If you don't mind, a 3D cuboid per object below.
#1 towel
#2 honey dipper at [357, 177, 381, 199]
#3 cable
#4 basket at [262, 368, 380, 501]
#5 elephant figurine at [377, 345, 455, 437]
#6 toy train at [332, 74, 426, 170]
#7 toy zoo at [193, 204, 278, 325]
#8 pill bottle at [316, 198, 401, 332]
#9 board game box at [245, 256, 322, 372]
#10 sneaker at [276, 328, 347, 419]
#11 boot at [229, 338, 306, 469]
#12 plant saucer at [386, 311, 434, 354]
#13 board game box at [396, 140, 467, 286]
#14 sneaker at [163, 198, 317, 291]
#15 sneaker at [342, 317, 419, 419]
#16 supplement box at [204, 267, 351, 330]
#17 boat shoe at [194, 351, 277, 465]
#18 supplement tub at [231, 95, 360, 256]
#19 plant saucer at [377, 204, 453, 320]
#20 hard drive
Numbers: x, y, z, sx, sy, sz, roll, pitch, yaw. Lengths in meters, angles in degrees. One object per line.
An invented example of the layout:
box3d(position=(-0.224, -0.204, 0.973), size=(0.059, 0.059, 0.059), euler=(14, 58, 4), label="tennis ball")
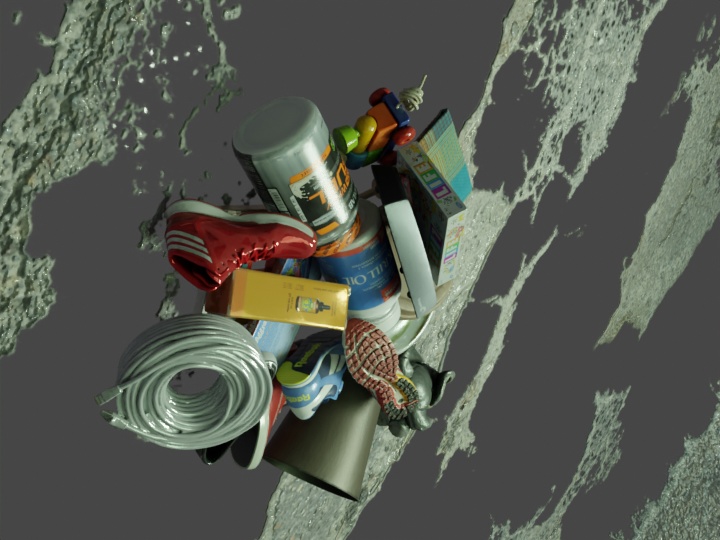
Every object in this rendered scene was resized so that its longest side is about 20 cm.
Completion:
box3d(position=(0.128, -0.160, 1.533), size=(0.147, 0.022, 0.200), euler=(-50, 141, -20), label="towel")
box3d(position=(-0.008, -0.106, 1.378), size=(0.200, 0.038, 0.038), euler=(-30, 134, -36), label="honey dipper")
box3d(position=(-0.218, 0.149, 1.169), size=(0.200, 0.069, 0.200), euler=(-39, 126, 10), label="cable")
box3d(position=(-0.045, 0.246, 1.458), size=(0.180, 0.136, 0.201), euler=(29, 71, -18), label="basket")
box3d(position=(0.107, 0.212, 1.678), size=(0.200, 0.155, 0.142), euler=(-30, 91, -52), label="elephant figurine")
box3d(position=(0.012, -0.202, 1.244), size=(0.115, 0.085, 0.200), euler=(-27, 168, -24), label="toy train")
box3d(position=(-0.169, 0.005, 1.255), size=(0.131, 0.020, 0.201), euler=(-7, 117, -50), label="toy zoo")
box3d(position=(0.000, 0.000, 1.338), size=(0.112, 0.112, 0.200), euler=(-44, 136, -25), label="pill bottle")
box3d(position=(-0.107, 0.039, 1.305), size=(0.201, 0.019, 0.103), euler=(-67, 150, -17), label="board game box")
box3d(position=(-0.059, 0.150, 1.357), size=(0.200, 0.074, 0.083), euler=(-40, 122, -53), label="sneaker")
box3d(position=(-0.130, 0.208, 1.399), size=(0.144, 0.072, 0.201), euler=(-7, 114, -52), label="boot")
box3d(position=(0.059, 0.052, 1.552), size=(0.200, 0.050, 0.201), euler=(-27, 129, -39), label="plant saucer")
box3d(position=(0.099, -0.080, 1.329), size=(0.034, 0.135, 0.200), euler=(-27, 154, -14), label="board game box")
box3d(position=(-0.150, -0.015, 1.122), size=(0.199, 0.116, 0.078), euler=(8, 141, -16), label="sneaker")
box3d(position=(0.017, 0.145, 1.371), size=(0.078, 0.082, 0.200), euler=(-34, 129, -9), label="sneaker")
box3d(position=(-0.110, 0.039, 1.225), size=(0.199, 0.069, 0.067), euler=(10, 85, -38), label="supplement box")
box3d(position=(-0.177, 0.202, 1.275), size=(0.070, 0.066, 0.200), euler=(19, 120, -46), label="boat shoe")
box3d(position=(-0.077, -0.119, 1.188), size=(0.123, 0.122, 0.200), euler=(-48, 136, -20), label="supplement tub")
box3d(position=(0.081, -0.018, 1.472), size=(0.199, 0.029, 0.201), euler=(2, 87, -30), label="plant saucer")
box3d(position=(0.064, -0.045, 1.287), size=(0.042, 0.135, 0.201), euler=(-17, 124, 2), label="hard drive")
